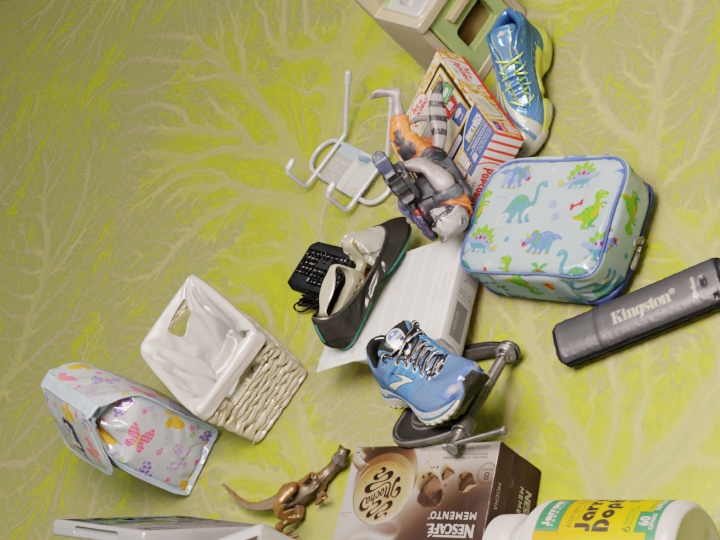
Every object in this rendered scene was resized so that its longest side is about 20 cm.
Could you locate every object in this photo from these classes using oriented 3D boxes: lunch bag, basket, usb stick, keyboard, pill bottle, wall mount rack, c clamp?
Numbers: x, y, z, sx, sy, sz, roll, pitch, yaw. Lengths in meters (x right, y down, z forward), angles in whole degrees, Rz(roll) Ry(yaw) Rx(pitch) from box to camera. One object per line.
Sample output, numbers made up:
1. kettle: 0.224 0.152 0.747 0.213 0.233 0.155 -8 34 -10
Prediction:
1. lunch bag: 0.218 -0.049 1.244 0.199 0.082 0.162 3 66 45
2. basket: -0.181 0.118 1.488 0.136 0.123 0.200 -54 40 -1
3. usb stick: 0.287 0.044 1.149 0.199 0.033 0.056 -26 46 29
4. keyboard: -0.032 0.014 1.481 0.199 0.040 0.105 14 73 49
5. pill bottle: 0.212 0.263 1.007 0.199 0.113 0.114 -10 56 41
6. wall mount rack: -0.015 -0.179 1.571 0.174 0.074 0.200 -55 40 -2
7. c clamp: 0.116 0.134 1.203 0.170 0.027 0.200 -22 21 36
8. lunch bag: -0.324 0.208 1.507 0.169 0.200 0.128 16 75 48

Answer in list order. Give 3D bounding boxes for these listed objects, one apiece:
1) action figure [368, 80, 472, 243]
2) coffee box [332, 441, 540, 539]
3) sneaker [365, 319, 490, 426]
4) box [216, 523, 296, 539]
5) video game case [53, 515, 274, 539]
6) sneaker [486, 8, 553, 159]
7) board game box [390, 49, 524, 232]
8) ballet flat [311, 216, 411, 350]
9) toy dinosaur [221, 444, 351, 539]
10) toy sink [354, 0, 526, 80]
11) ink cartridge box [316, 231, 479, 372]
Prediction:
1. action figure: 0.075 -0.126 1.292 0.104 0.200 0.195 -24 68 10
2. coffee box: 0.078 0.248 1.174 0.199 0.080 0.114 -9 54 41
3. sneaker: 0.059 0.104 1.188 0.078 0.089 0.200 -42 18 -22
4. box: -0.141 0.414 1.235 0.198 0.130 0.201 -27 47 30
5. video game case: -0.236 0.314 1.350 0.181 0.199 0.022 -6 79 42
6. sneaker: 0.186 -0.239 1.390 0.075 0.105 0.202 -17 52 34
7. board game box: 0.116 -0.161 1.407 0.152 0.046 0.201 -62 33 30
8. ballet flat: 0.000 0.000 1.358 0.068 0.068 0.201 -7 49 49
9. toy dinosaur: -0.088 0.277 1.352 0.199 0.061 0.106 -27 23 22
10. toy sink: 0.104 -0.354 1.478 0.131 0.200 0.112 -55 39 -3
11. ink cartridge box: 0.049 0.052 1.353 0.199 0.050 0.163 -21 39 41
